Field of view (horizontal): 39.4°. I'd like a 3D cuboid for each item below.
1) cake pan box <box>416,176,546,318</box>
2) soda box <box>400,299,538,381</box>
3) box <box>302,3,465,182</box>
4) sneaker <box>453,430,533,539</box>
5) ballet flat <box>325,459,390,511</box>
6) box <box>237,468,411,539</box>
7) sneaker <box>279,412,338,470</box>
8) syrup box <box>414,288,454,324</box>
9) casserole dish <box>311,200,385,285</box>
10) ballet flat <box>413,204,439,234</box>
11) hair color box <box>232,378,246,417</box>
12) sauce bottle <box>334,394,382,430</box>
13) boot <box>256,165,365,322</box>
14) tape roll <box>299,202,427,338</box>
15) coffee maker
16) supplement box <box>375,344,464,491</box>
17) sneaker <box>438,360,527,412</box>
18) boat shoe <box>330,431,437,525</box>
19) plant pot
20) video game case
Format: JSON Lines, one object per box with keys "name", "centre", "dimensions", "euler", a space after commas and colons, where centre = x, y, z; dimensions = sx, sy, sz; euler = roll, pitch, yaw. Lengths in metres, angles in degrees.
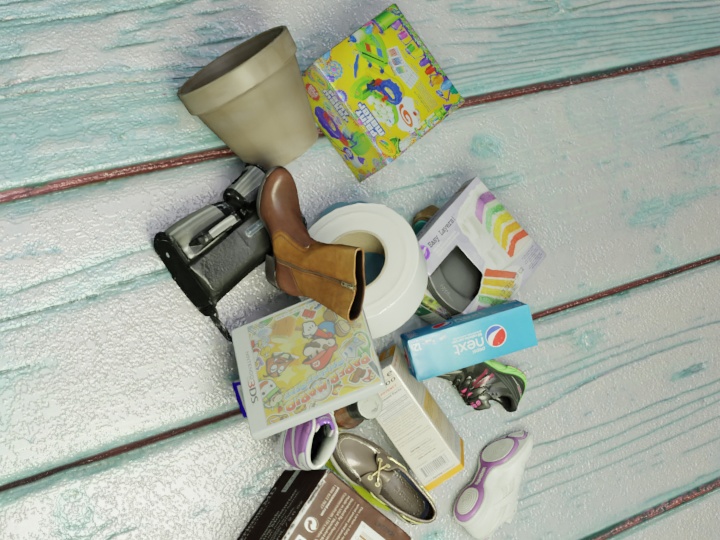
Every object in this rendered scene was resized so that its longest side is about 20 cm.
{"name": "cake pan box", "centre": [0.181, -0.020, 1.635], "dimensions": [0.184, 0.052, 0.200], "euler": [47, 67, -6]}
{"name": "soda box", "centre": [0.167, 0.107, 1.555], "dimensions": [0.198, 0.064, 0.069], "euler": [-16, 97, -7]}
{"name": "box", "centre": [0.028, -0.292, 1.667], "dimensions": [0.192, 0.122, 0.201], "euler": [-40, 97, -24]}
{"name": "sneaker", "centre": [0.230, 0.357, 1.672], "dimensions": [0.200, 0.075, 0.100], "euler": [-51, 120, -23]}
{"name": "ballet flat", "centre": [0.015, 0.320, 1.576], "dimensions": [0.199, 0.067, 0.067], "euler": [36, 70, -14]}
{"name": "box", "centre": [-0.063, 0.401, 1.454], "dimensions": [0.164, 0.200, 0.167], "euler": [40, 67, -11]}
{"name": "sneaker", "centre": [-0.056, 0.183, 1.428], "dimensions": [0.072, 0.114, 0.203], "euler": [9, 83, -23]}
{"name": "syrup box", "centre": [0.129, 0.040, 1.671], "dimensions": [0.199, 0.079, 0.082], "euler": [30, 70, -15]}
{"name": "casserole dish", "centre": [-0.003, -0.018, 1.606], "dimensions": [0.120, 0.039, 0.201], "euler": [-27, 66, 2]}
{"name": "ballet flat", "centre": [0.176, -0.041, 1.724], "dimensions": [0.199, 0.068, 0.073], "euler": [39, 49, -8]}
{"name": "hair color box", "centre": [-0.085, 0.159, 1.540], "dimensions": [0.198, 0.109, 0.066], "euler": [-19, 88, -26]}
{"name": "sauce bottle", "centre": [-0.025, 0.208, 1.507], "dimensions": [0.065, 0.200, 0.067], "euler": [4, 80, -24]}
{"name": "boot", "centre": [-0.069, -0.041, 1.411], "dimensions": [0.068, 0.199, 0.191], "euler": [-5, 105, -37]}
{"name": "tape roll", "centre": [0.000, 0.000, 1.526], "dimensions": [0.200, 0.071, 0.205], "euler": [-8, 60, 14]}
{"name": "coffee maker", "centre": [-0.186, -0.032, 1.538], "dimensions": [0.199, 0.134, 0.193], "euler": [-38, 121, -23]}
{"name": "supplement box", "centre": [0.079, 0.229, 1.582], "dimensions": [0.073, 0.126, 0.201], "euler": [-34, 95, 10]}
{"name": "sneaker", "centre": [0.190, 0.186, 1.673], "dimensions": [0.198, 0.077, 0.085], "euler": [17, 70, -18]}
{"name": "boat shoe", "centre": [0.035, 0.313, 1.516], "dimensions": [0.200, 0.059, 0.072], "euler": [44, 69, -13]}
{"name": "plant pot", "centre": [-0.156, -0.252, 1.558], "dimensions": [0.200, 0.199, 0.174], "euler": [-41, 113, -24]}
{"name": "video game case", "centre": [-0.077, 0.124, 1.418], "dimensions": [0.198, 0.023, 0.183], "euler": [-22, 52, 6]}
